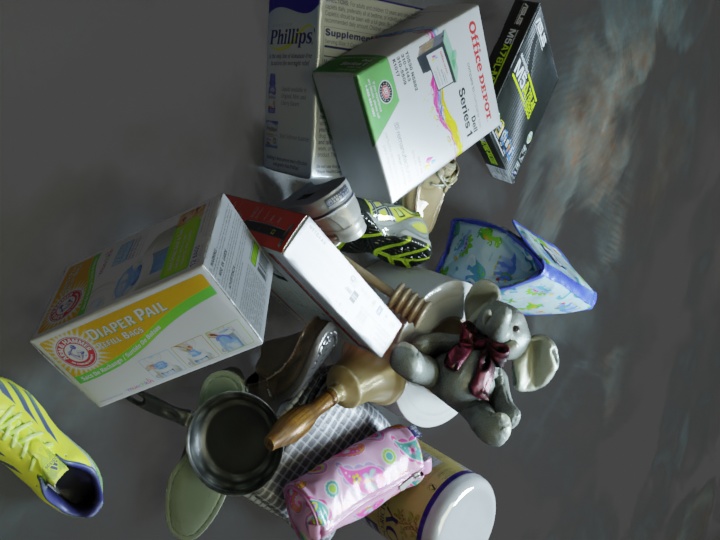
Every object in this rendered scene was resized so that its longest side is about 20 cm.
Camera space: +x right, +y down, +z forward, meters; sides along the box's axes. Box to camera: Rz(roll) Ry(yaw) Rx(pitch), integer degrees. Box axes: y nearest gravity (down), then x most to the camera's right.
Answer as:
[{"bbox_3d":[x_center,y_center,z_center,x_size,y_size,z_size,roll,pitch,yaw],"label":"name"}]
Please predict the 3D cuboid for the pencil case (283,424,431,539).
[{"bbox_3d":[-0.002,0.270,0.886,0.196,0.086,0.090,-18,113,-36],"label":"pencil case"}]

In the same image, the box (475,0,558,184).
[{"bbox_3d":[0.234,-0.263,1.051,0.197,0.047,0.200,-63,151,-7],"label":"box"}]

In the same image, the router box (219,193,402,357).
[{"bbox_3d":[-0.069,0.004,0.797,0.049,0.177,0.200,-54,131,-15],"label":"router box"}]

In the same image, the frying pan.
[{"bbox_3d":[-0.178,0.193,0.785,0.184,0.031,0.119,2,91,2],"label":"frying pan"}]

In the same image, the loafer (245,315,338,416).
[{"bbox_3d":[-0.093,0.113,0.819,0.073,0.071,0.201,-46,176,-48],"label":"loafer"}]

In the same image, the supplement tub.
[{"bbox_3d":[0.082,0.330,1.009,0.143,0.198,0.150,-13,111,-38],"label":"supplement tub"}]

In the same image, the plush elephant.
[{"bbox_3d":[0.155,0.102,0.858,0.157,0.163,0.200,-55,161,3],"label":"plush elephant"}]

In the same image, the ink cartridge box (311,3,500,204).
[{"bbox_3d":[0.059,-0.192,0.780,0.199,0.083,0.148,-37,124,-29],"label":"ink cartridge box"}]

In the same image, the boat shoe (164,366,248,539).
[{"bbox_3d":[-0.179,0.217,0.833,0.070,0.061,0.207,18,91,0],"label":"boat shoe"}]

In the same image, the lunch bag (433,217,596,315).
[{"bbox_3d":[0.242,0.002,1.064,0.168,0.198,0.131,22,88,-42],"label":"lunch bag"}]

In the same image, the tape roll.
[{"bbox_3d":[0.073,0.099,0.980,0.199,0.138,0.209,-13,111,-38],"label":"tape roll"}]

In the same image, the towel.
[{"bbox_3d":[-0.058,0.249,0.940,0.202,0.085,0.166,-55,130,-16],"label":"towel"}]

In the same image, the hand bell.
[{"bbox_3d":[-0.041,0.152,0.811,0.198,0.102,0.107,-27,120,-48],"label":"hand bell"}]

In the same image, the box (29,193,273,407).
[{"bbox_3d":[-0.195,0.031,0.667,0.102,0.195,0.114,57,20,-35],"label":"box"}]

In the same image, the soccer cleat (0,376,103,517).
[{"bbox_3d":[-0.322,0.173,0.680,0.065,0.083,0.202,-46,128,-21],"label":"soccer cleat"}]

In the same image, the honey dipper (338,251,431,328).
[{"bbox_3d":[0.000,0.000,0.869,0.038,0.198,0.038,-50,166,-17],"label":"honey dipper"}]

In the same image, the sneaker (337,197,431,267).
[{"bbox_3d":[0.008,-0.068,0.930,0.197,0.075,0.078,23,47,-31],"label":"sneaker"}]

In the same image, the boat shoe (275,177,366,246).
[{"bbox_3d":[-0.048,-0.056,0.782,0.070,0.199,0.071,-38,106,-21],"label":"boat shoe"}]

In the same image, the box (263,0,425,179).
[{"bbox_3d":[-0.014,-0.218,0.836,0.180,0.104,0.206,-6,107,-40],"label":"box"}]

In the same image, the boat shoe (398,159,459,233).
[{"bbox_3d":[0.105,-0.146,0.989,0.071,0.064,0.206,3,100,-42],"label":"boat shoe"}]
